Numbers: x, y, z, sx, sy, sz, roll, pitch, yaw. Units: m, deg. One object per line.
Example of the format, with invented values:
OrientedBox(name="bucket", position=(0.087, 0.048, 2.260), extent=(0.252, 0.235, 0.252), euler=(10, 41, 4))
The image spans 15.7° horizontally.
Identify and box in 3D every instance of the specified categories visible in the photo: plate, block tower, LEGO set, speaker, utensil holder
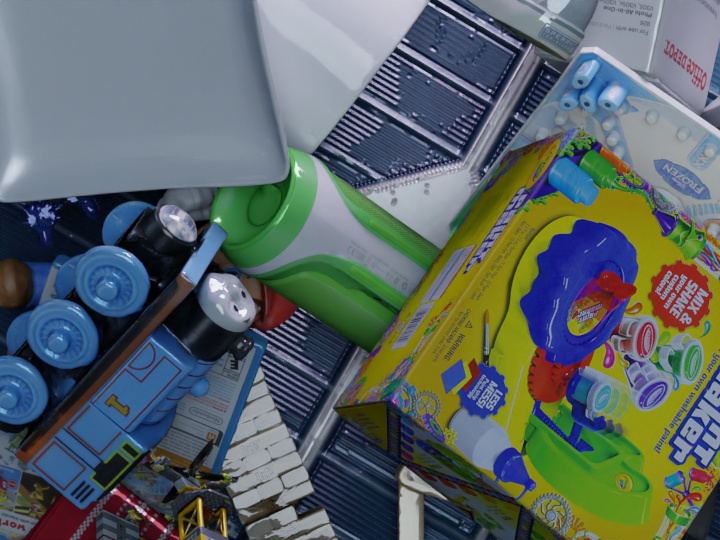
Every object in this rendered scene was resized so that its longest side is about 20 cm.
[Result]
OrientedBox(name="plate", position=(-0.146, -0.144, 1.557), extent=(0.198, 0.032, 0.201), euler=(-3, 109, 20))
OrientedBox(name="block tower", position=(-0.053, 0.154, 1.688), extent=(0.058, 0.054, 0.201), euler=(-23, 89, -5))
OrientedBox(name="LEGO set", position=(-0.101, 0.190, 1.596), extent=(0.153, 0.116, 0.200), euler=(21, 131, -27))
OrientedBox(name="speaker", position=(0.000, 0.000, 1.625), extent=(0.200, 0.088, 0.089), euler=(34, 85, -38))
OrientedBox(name="utensil holder", position=(-0.076, -0.178, 1.641), extent=(0.200, 0.170, 0.170), euler=(39, 86, -4))

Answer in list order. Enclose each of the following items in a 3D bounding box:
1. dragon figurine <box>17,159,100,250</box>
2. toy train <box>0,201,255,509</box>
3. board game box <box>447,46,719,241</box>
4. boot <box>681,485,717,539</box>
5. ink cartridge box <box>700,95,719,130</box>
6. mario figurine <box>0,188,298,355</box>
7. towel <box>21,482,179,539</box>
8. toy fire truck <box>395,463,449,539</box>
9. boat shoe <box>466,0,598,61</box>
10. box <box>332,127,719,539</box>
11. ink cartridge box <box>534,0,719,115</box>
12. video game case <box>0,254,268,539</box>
OrientedBox(name="dragon figurine", position=(-0.205, -0.111, 1.661), extent=(0.058, 0.099, 0.201), euler=(-14, 85, -5))
OrientedBox(name="toy train", position=(-0.144, 0.047, 1.569), extent=(0.114, 0.087, 0.200), euler=(40, 120, -9))
OrientedBox(name="board game box", position=(0.175, -0.021, 1.651), extent=(0.199, 0.200, 0.026), euler=(34, 47, -3))
OrientedBox(name="boot", position=(0.145, 0.101, 1.655), extent=(0.199, 0.070, 0.132), euler=(21, 84, -16))
OrientedBox(name="ink cartridge box", position=(0.314, -0.051, 1.675), extent=(0.083, 0.145, 0.200), euler=(-37, 91, -4))
OrientedBox(name="mario figurine", position=(-0.131, 0.017, 1.655), extent=(0.199, 0.124, 0.106), euler=(-12, 50, 2))
OrientedBox(name="towel", position=(-0.136, 0.228, 1.669), extent=(0.200, 0.022, 0.145), euler=(38, 112, -2))
OrientedBox(name="toy fire truck", position=(0.076, 0.137, 1.700), extent=(0.140, 0.049, 0.201), euler=(-14, 90, -5))
OrientedBox(name="boat shoe", position=(0.086, -0.196, 1.611), extent=(0.070, 0.201, 0.072), euler=(29, 98, -40))
OrientedBox(name="box", position=(0.127, 0.057, 1.558), extent=(0.192, 0.122, 0.200), euler=(38, 76, -11))
OrientedBox(name="ink cartridge box", position=(0.186, -0.212, 1.663), extent=(0.084, 0.146, 0.201), euler=(12, 87, 22))
OrientedBox(name="video game case", position=(-0.156, 0.104, 1.653), extent=(0.142, 0.018, 0.201), euler=(22, 113, 1))
